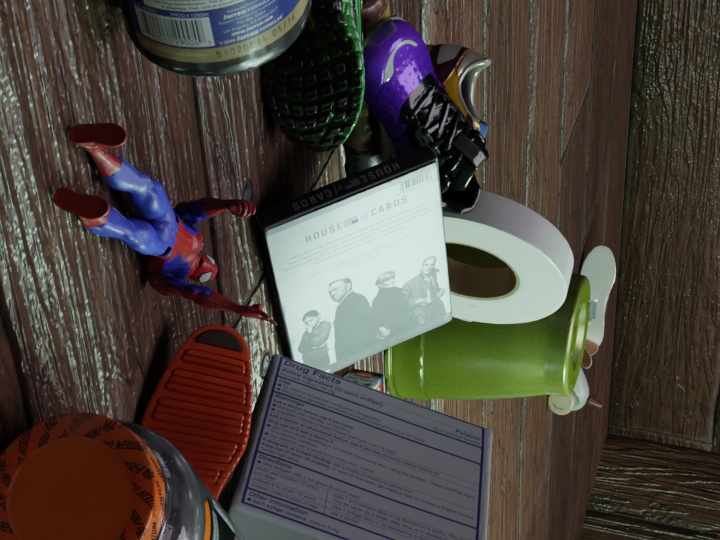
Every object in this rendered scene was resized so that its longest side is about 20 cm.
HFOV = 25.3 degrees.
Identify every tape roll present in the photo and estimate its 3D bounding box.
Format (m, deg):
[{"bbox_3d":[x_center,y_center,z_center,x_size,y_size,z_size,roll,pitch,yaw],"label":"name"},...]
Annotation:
[{"bbox_3d":[0.103,-0.012,1.525,0.203,0.200,0.037,72,31,-59],"label":"tape roll"}]

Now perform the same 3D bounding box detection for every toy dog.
[{"bbox_3d":[0.404,0.179,2.936,0.132,0.095,0.202,-57,152,-57],"label":"toy dog"}]

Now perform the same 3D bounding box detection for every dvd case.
[{"bbox_3d":[0.000,0.000,1.292,0.201,0.149,0.025,81,-17,-49],"label":"dvd case"}]

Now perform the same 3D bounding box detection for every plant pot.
[{"bbox_3d":[0.145,0.056,1.730,0.200,0.191,0.203,9,90,-75],"label":"plant pot"}]

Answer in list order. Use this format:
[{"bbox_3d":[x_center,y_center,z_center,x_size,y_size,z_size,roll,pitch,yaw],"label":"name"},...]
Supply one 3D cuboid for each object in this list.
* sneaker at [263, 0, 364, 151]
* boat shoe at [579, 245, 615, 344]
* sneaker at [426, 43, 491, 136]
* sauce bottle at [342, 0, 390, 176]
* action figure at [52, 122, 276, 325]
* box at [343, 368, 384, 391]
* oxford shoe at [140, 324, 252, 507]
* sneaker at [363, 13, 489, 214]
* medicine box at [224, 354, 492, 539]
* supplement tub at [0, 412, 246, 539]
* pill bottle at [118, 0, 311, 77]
[{"bbox_3d":[-0.023,-0.187,1.190,0.085,0.077,0.203,-44,140,-67],"label":"sneaker"},{"bbox_3d":[0.451,0.052,3.105,0.069,0.071,0.203,-146,-123,-83],"label":"boat shoe"},{"bbox_3d":[0.077,-0.120,1.571,0.075,0.089,0.203,-19,117,-73],"label":"sneaker"},{"bbox_3d":[-0.003,-0.151,1.315,0.201,0.065,0.066,86,20,-46],"label":"sauce bottle"},{"bbox_3d":[-0.103,-0.022,0.967,0.200,0.098,0.066,57,46,-71],"label":"action figure"},{"bbox_3d":[-0.016,0.207,1.524,0.110,0.034,0.203,-39,136,-68],"label":"box"},{"bbox_3d":[-0.119,0.135,1.078,0.073,0.070,0.202,143,-38,-83],"label":"oxford shoe"},{"bbox_3d":[0.058,-0.116,1.270,0.070,0.099,0.201,-45,147,-16],"label":"sneaker"},{"bbox_3d":[-0.007,0.178,1.162,0.201,0.180,0.104,-78,-171,-61],"label":"medicine box"},{"bbox_3d":[-0.133,0.162,0.903,0.200,0.121,0.124,68,34,-61],"label":"supplement tub"},{"bbox_3d":[-0.091,-0.212,0.860,0.201,0.110,0.113,82,23,-48],"label":"pill bottle"}]
